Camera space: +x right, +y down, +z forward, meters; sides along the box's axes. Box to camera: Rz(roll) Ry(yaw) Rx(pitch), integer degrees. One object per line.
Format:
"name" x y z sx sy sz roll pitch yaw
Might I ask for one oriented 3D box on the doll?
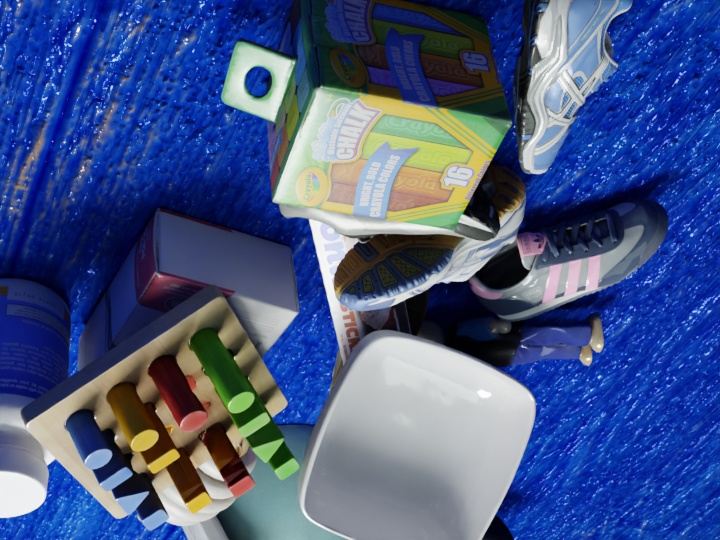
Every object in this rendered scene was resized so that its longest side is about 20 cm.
"doll" 0.148 0.077 1.256 0.197 0.049 0.137 0 154 -9

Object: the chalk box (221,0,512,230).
"chalk box" -0.005 -0.128 0.920 0.197 0.125 0.125 6 139 -17

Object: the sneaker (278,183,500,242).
"sneaker" 0.023 -0.060 1.022 0.198 0.074 0.080 15 123 -1

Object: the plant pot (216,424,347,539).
"plant pot" -0.087 0.294 1.415 0.197 0.136 0.201 -5 142 -4

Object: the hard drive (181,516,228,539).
"hard drive" -0.167 0.330 1.382 0.026 0.200 0.133 -21 139 -19

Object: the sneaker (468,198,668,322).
"sneaker" 0.192 -0.016 1.133 0.199 0.071 0.082 -31 139 24

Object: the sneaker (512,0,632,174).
"sneaker" 0.164 -0.152 0.957 0.076 0.076 0.201 0 142 -3

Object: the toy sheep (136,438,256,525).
"toy sheep" -0.188 0.209 1.300 0.137 0.139 0.200 23 128 -33

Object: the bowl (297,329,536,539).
"bowl" 0.047 0.160 1.135 0.198 0.075 0.202 22 97 -19

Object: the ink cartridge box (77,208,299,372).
"ink cartridge box" -0.169 0.050 1.141 0.145 0.083 0.200 16 135 -28

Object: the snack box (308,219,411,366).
"snack box" 0.000 0.000 1.111 0.071 0.024 0.202 -10 123 3

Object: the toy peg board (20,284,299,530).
"toy peg board" -0.160 0.150 1.065 0.198 0.098 0.201 -33 143 -8

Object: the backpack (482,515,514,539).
"backpack" 0.074 0.371 1.548 0.162 0.154 0.201 25 109 -37

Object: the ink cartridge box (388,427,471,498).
"ink cartridge box" 0.056 0.207 1.293 0.145 0.084 0.200 -40 157 -5

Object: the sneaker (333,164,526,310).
"sneaker" 0.068 -0.010 1.073 0.199 0.075 0.089 -29 146 -12

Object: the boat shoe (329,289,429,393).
"boat shoe" 0.014 0.060 1.205 0.071 0.065 0.202 13 122 -11

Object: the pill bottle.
"pill bottle" -0.326 0.117 1.103 0.111 0.202 0.113 -5 141 -4
